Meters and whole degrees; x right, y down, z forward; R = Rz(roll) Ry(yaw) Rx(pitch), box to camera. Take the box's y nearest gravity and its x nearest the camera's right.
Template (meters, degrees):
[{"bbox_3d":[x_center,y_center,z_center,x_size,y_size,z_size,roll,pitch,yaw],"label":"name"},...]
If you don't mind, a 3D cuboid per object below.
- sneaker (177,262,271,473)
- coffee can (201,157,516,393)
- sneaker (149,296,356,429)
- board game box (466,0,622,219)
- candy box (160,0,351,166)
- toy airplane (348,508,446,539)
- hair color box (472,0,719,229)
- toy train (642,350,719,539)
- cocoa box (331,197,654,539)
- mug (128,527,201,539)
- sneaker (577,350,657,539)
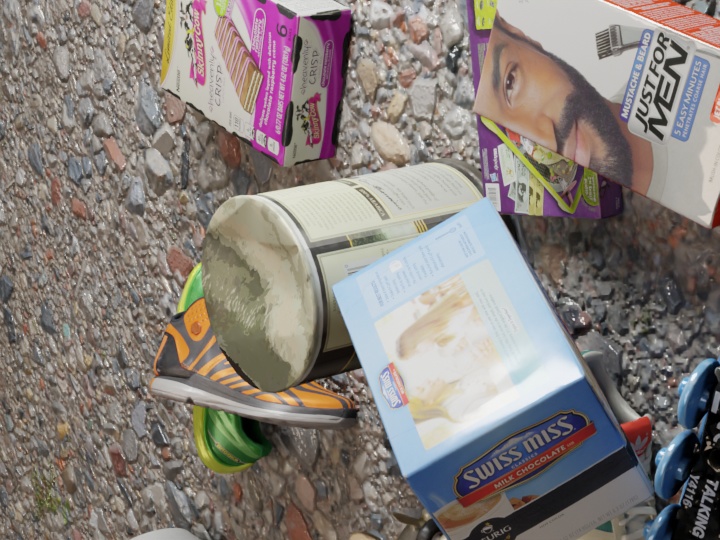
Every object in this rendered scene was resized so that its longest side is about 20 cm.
[{"bbox_3d":[-0.120,0.089,1.553,0.083,0.074,0.202,-11,85,24],"label":"sneaker"},{"bbox_3d":[0.000,0.000,1.245,0.146,0.199,0.148,19,114,49],"label":"coffee can"},{"bbox_3d":[-0.091,0.076,1.467,0.198,0.078,0.113,11,83,16],"label":"sneaker"},{"bbox_3d":[0.129,-0.140,1.178,0.120,0.032,0.202,8,106,55],"label":"board game box"},{"bbox_3d":[-0.096,-0.192,1.431,0.200,0.061,0.138,34,126,43],"label":"candy box"},{"bbox_3d":[0.096,0.263,1.246,0.199,0.141,0.201,-31,84,41],"label":"toy airplane"},{"bbox_3d":[0.176,-0.121,1.068,0.199,0.064,0.112,31,121,36],"label":"hair color box"},{"bbox_3d":[0.242,0.124,1.034,0.086,0.114,0.202,26,121,32],"label":"toy train"},{"bbox_3d":[0.083,0.077,1.089,0.132,0.133,0.201,56,-173,-39],"label":"cocoa box"},{"bbox_3d":[-0.204,0.358,1.671,0.187,0.148,0.154,-43,58,42],"label":"mug"},{"bbox_3d":[0.177,0.150,1.163,0.093,0.070,0.201,-46,60,54],"label":"sneaker"}]
